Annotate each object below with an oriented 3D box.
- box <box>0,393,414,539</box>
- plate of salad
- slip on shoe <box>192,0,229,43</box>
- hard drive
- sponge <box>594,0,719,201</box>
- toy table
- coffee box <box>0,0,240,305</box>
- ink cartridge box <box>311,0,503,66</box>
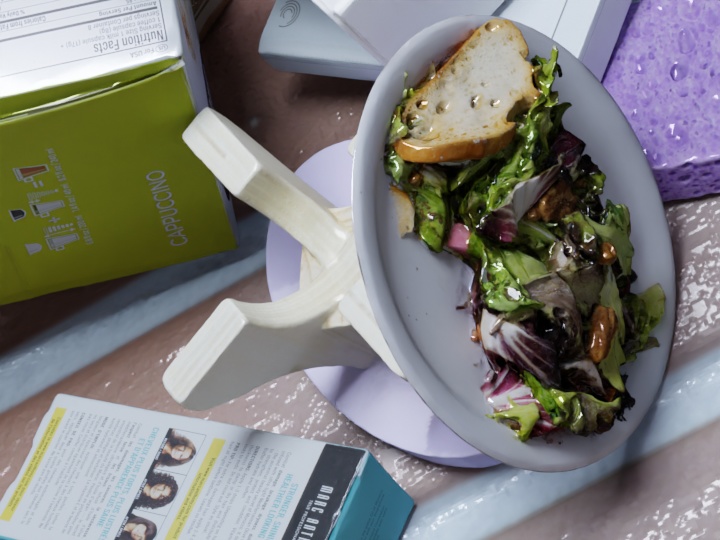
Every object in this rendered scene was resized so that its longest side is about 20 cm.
[{"bbox_3d":[-0.078,0.116,1.147,0.199,0.049,0.083,8,62,38],"label":"box"},{"bbox_3d":[0.076,-0.015,1.037,0.048,0.200,0.201,-17,48,44],"label":"plate of salad"},{"bbox_3d":[-0.116,-0.168,1.377,0.076,0.061,0.201,7,62,37],"label":"slip on shoe"},{"bbox_3d":[0.051,-0.155,1.230,0.199,0.027,0.132,10,71,39],"label":"hard drive"},{"bbox_3d":[0.100,-0.075,1.186,0.199,0.030,0.112,-10,53,29],"label":"sponge"},{"bbox_3d":[0.000,0.000,1.113,0.200,0.117,0.184,32,92,38],"label":"toy table"},{"bbox_3d":[-0.182,-0.113,1.209,0.199,0.200,0.198,-12,63,-1],"label":"coffee box"},{"bbox_3d":[0.038,-0.210,1.196,0.200,0.084,0.146,-46,48,4],"label":"ink cartridge box"}]
